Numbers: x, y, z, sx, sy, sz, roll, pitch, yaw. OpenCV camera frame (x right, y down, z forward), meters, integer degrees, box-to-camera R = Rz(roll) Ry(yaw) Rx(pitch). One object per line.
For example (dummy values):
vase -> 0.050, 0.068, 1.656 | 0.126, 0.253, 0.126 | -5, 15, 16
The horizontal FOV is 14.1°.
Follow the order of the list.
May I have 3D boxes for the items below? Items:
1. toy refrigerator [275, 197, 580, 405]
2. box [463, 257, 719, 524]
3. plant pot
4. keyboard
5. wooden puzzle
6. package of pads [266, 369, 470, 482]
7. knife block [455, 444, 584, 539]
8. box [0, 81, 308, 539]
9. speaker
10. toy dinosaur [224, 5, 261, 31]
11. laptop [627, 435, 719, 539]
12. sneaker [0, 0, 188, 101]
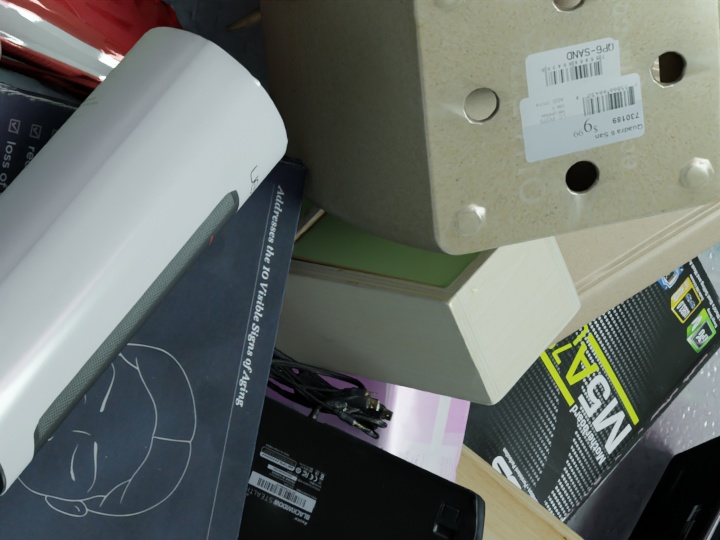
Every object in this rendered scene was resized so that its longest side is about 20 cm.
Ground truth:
toy refrigerator -> 0.000, 0.000, 1.396 | 0.076, 0.199, 0.070 | -46, 127, -30
box -> 0.100, 0.028, 1.600 | 0.193, 0.047, 0.200 | -47, 128, -21
plant pot -> 0.069, -0.113, 1.294 | 0.199, 0.177, 0.201 | -11, 116, -11
keyboard -> -0.027, 0.092, 1.394 | 0.105, 0.199, 0.040 | -68, 162, 8
wooden puzzle -> 0.100, -0.060, 1.496 | 0.184, 0.037, 0.201 | -31, 123, -3
package of pads -> -0.018, 0.130, 1.456 | 0.075, 0.120, 0.201 | 12, 88, -52
knife block -> 0.082, 0.160, 1.529 | 0.064, 0.175, 0.201 | -49, 128, -29
box -> -0.146, 0.026, 1.304 | 0.196, 0.124, 0.201 | 13, 87, -45
speaker -> -0.116, -0.007, 1.186 | 0.200, 0.081, 0.081 | -52, 130, -28
toy dinosaur -> 0.032, -0.147, 1.432 | 0.199, 0.060, 0.107 | 13, 89, -47
laptop -> 0.220, 0.194, 1.643 | 0.116, 0.200, 0.188 | 35, 69, -8
sneaker -> -0.106, -0.135, 1.351 | 0.200, 0.078, 0.116 | 21, 84, -47
